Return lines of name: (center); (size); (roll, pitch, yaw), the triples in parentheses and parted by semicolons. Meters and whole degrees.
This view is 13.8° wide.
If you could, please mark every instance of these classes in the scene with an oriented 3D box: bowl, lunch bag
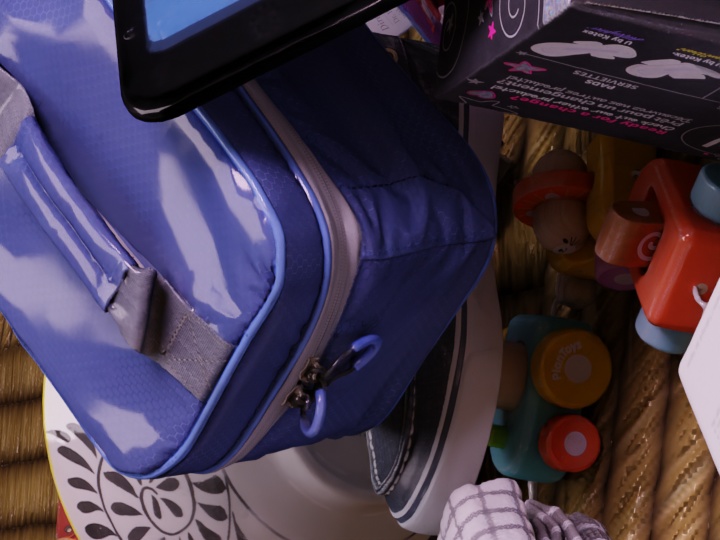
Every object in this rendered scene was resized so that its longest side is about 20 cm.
bowl: (-0.017, 0.051, 1.184); (0.094, 0.200, 0.202); (-12, 67, 58)
lunch bag: (-0.060, -0.021, 1.030); (0.200, 0.132, 0.136); (51, 128, 28)

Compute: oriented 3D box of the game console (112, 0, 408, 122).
game console: (-0.023, -0.175, 0.946); (0.176, 0.116, 0.201); (96, 168, -46)

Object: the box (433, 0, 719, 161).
box: (0.108, -0.149, 0.952); (0.115, 0.132, 0.201); (147, 131, -66)

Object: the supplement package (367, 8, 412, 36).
supplement package: (-0.072, -0.124, 1.321); (0.200, 0.110, 0.114); (-33, 21, 16)

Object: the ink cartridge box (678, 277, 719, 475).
ink cartridge box: (0.161, 0.031, 0.829); (0.200, 0.047, 0.161); (-109, 33, -50)

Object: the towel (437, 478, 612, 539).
towel: (0.057, 0.193, 1.010); (0.166, 0.085, 0.201); (-110, 33, -64)

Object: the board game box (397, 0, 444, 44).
board game box: (0.030, -0.165, 1.240); (0.039, 0.200, 0.158); (-24, 41, 19)

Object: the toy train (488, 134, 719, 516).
toy train: (0.078, 0.021, 1.090); (0.151, 0.055, 0.201); (-99, 25, -51)

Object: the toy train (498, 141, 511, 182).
toy train: (0.004, 0.018, 1.304); (0.200, 0.034, 0.046); (-54, 2, 19)

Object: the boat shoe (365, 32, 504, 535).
boat shoe: (0.000, 0.000, 1.112); (0.071, 0.090, 0.201); (132, 146, -55)

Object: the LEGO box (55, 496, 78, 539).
LEGO box: (-0.072, 0.203, 1.294); (0.200, 0.077, 0.150); (70, -165, -53)
